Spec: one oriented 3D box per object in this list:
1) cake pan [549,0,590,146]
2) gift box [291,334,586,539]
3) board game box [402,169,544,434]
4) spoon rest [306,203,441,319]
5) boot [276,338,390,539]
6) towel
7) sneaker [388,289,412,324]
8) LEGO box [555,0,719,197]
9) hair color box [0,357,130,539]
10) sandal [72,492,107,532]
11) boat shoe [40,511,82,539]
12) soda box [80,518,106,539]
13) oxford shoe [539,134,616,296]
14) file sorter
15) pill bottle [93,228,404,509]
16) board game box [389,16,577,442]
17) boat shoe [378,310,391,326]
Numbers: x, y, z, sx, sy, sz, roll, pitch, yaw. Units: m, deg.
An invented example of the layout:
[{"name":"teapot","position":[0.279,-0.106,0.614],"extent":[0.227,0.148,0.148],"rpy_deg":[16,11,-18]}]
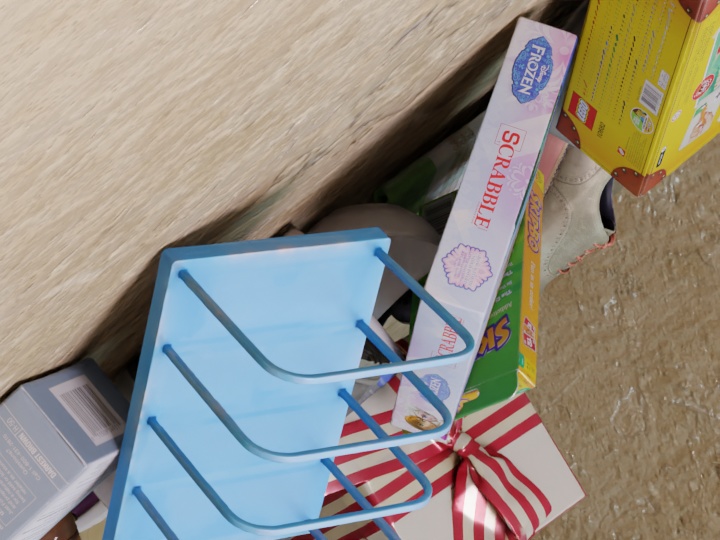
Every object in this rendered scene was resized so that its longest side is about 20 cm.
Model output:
[{"name":"cake pan","position":[0.189,-0.160,1.609],"extent":[0.200,0.037,0.200],"rpy_deg":[-42,163,-15]},{"name":"gift box","position":[0.027,0.157,1.679],"extent":[0.200,0.185,0.187],"rpy_deg":[-37,-177,-37]},{"name":"board game box","position":[0.076,0.021,1.596],"extent":[0.095,0.030,0.201],"rpy_deg":[-23,-139,32]},{"name":"spoon rest","position":[0.000,0.000,1.599],"extent":[0.099,0.061,0.200],"rpy_deg":[-2,169,-8]},{"name":"boot","position":[-0.086,0.113,1.384],"extent":[0.181,0.073,0.200],"rpy_deg":[21,111,-39]},{"name":"towel","position":[0.084,-0.098,1.680],"extent":[0.200,0.031,0.149],"rpy_deg":[-37,171,-13]},{"name":"sneaker","position":[0.076,-0.005,1.743],"extent":[0.071,0.083,0.200],"rpy_deg":[-14,-155,26]},{"name":"LEGO box","position":[0.210,-0.162,1.459],"extent":[0.149,0.077,0.200],"rpy_deg":[-38,158,-27]},{"name":"hair color box","position":[-0.217,0.140,1.321],"extent":[0.200,0.061,0.099],"rpy_deg":[-43,174,17]},{"name":"sandal","position":[-0.139,0.099,1.603],"extent":[0.202,0.050,0.083],"rpy_deg":[-41,-169,13]},{"name":"boat shoe","position":[-0.221,0.178,1.554],"extent":[0.072,0.068,0.200],"rpy_deg":[-38,174,-20]},{"name":"soda box","position":[-0.106,0.237,1.621],"extent":[0.068,0.200,0.064],"rpy_deg":[-40,163,9]},{"name":"oxford shoe","position":[0.145,-0.021,1.734],"extent":[0.070,0.074,0.201],"rpy_deg":[-52,162,-63]},{"name":"file sorter","position":[-0.038,0.098,1.271],"extent":[0.138,0.123,0.201],"rpy_deg":[-6,125,-33]},{"name":"pill bottle","position":[-0.080,0.079,1.480],"extent":[0.200,0.114,0.114],"rpy_deg":[-40,174,-1]},{"name":"board game box","position":[0.075,-0.021,1.474],"extent":[0.200,0.041,0.200],"rpy_deg":[100,10,-65]},{"name":"boat shoe","position":[-0.024,0.032,1.721],"extent":[0.093,0.075,0.200],"rpy_deg":[-42,-179,28]}]
